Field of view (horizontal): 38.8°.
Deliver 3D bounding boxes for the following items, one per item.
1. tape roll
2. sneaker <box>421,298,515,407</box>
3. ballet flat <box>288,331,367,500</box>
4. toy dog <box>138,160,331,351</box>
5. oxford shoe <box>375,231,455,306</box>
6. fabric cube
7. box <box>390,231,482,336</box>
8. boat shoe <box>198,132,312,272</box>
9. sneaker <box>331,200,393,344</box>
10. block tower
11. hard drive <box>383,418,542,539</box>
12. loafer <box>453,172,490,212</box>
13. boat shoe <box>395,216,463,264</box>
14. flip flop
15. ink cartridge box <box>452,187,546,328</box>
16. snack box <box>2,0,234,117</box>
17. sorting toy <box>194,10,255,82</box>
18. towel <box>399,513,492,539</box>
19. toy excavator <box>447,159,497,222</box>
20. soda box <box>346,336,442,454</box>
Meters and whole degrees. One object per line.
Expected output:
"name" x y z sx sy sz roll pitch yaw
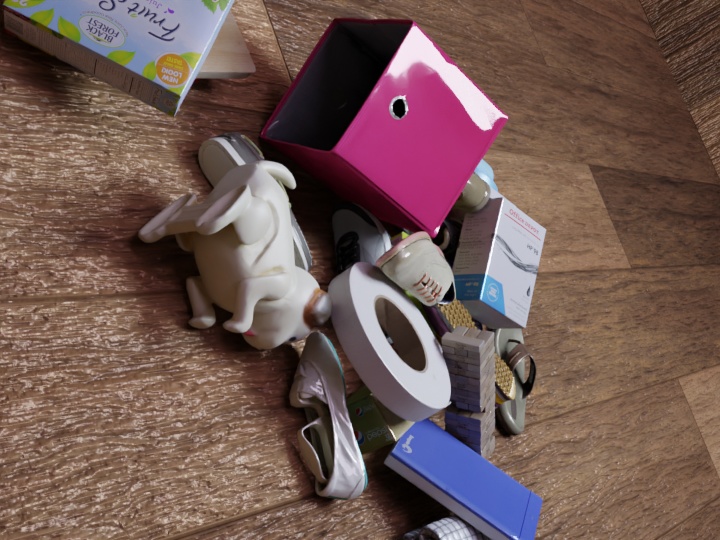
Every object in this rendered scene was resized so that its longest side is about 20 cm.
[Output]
"tape roll" 0.036 0.084 1.215 0.203 0.037 0.203 47 22 -26
"sneaker" 0.127 0.118 1.406 0.200 0.090 0.075 53 26 -13
"ballet flat" -0.046 0.165 1.171 0.069 0.069 0.201 7 62 -52
"toy dog" -0.120 -0.003 1.129 0.200 0.139 0.194 63 38 -23
"oxford shoe" 0.080 0.003 1.280 0.074 0.071 0.200 57 16 17
"fabric cube" 0.030 -0.189 1.333 0.199 0.200 0.197 37 82 -34
"box" 0.113 0.041 1.484 0.200 0.048 0.122 30 45 -38
"boat shoe" -0.116 -0.079 1.236 0.202 0.072 0.060 56 38 -3
"sneaker" 0.000 0.000 1.339 0.079 0.074 0.201 1 66 -48
"block tower" 0.142 0.167 1.332 0.058 0.054 0.201 -45 138 -51
"hard drive" 0.132 0.263 1.272 0.200 0.025 0.132 35 21 5
"loafer" 0.098 -0.151 1.487 0.076 0.200 0.067 -60 153 -13
"boat shoe" 0.113 -0.049 1.514 0.201 0.072 0.066 33 20 -28
"flip flop" 0.240 0.157 1.564 0.081 0.057 0.200 39 40 -31
"ink cartridge box" 0.203 -0.028 1.489 0.116 0.067 0.201 30 67 -39
"snack box" -0.250 -0.286 1.090 0.199 0.068 0.169 27 70 -9
"sorting toy" -0.246 -0.311 1.226 0.200 0.069 0.199 -15 80 -57
"towel" 0.135 0.395 1.231 0.165 0.085 0.201 3 63 -55
"toy excavator" 0.151 -0.166 1.621 0.100 0.194 0.200 39 68 -31
"soda box" 0.049 0.157 1.299 0.068 0.064 0.200 61 32 -2
